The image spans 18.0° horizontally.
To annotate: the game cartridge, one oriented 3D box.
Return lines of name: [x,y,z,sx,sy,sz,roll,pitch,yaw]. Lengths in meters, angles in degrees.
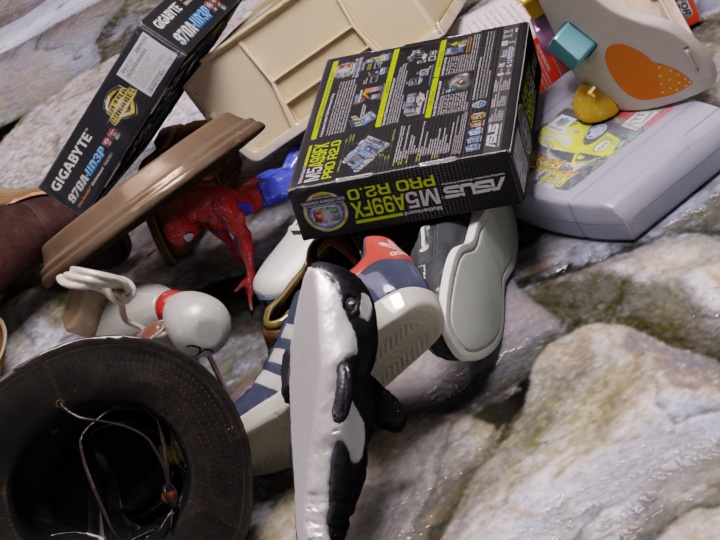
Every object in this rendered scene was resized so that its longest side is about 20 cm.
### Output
game cartridge: [0.164,-0.083,1.623,0.133,0.041,0.200,-42,31,-15]

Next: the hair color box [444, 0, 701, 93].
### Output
hair color box: [0.153,-0.186,1.772,0.200,0.061,0.102,-29,29,1]

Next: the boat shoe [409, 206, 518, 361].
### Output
boat shoe: [0.062,0.007,1.536,0.060,0.076,0.200,-16,19,21]

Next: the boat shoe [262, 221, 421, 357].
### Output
boat shoe: [0.000,0.000,1.598,0.072,0.068,0.200,-7,34,38]

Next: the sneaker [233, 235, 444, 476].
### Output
sneaker: [-0.033,0.055,1.474,0.200,0.075,0.085,-39,54,21]

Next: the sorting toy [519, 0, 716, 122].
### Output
sorting toy: [0.144,-0.219,1.608,0.107,0.180,0.200,-32,38,14]

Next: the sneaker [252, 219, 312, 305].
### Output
sneaker: [-0.015,-0.048,1.685,0.072,0.073,0.200,4,42,50]

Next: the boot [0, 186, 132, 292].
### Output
boot: [-0.292,0.003,1.794,0.200,0.072,0.166,18,48,-6]

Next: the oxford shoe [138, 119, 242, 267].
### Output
oxford shoe: [-0.134,-0.073,1.835,0.071,0.071,0.200,-16,29,14]

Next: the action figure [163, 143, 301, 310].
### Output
action figure: [-0.066,-0.037,1.736,0.200,0.099,0.065,-22,16,-39]

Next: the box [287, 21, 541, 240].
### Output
box: [0.043,-0.102,1.617,0.160,0.044,0.200,-10,30,14]

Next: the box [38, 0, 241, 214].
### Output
box: [-0.167,-0.144,1.770,0.159,0.046,0.200,-55,3,23]

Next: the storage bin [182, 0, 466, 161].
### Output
storage bin: [-0.024,-0.192,1.821,0.198,0.094,0.200,-33,10,19]

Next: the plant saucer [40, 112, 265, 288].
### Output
plant saucer: [-0.156,-0.056,1.660,0.200,0.029,0.200,-36,3,2]

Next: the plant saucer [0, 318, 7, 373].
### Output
plant saucer: [-0.357,0.106,1.777,0.200,0.035,0.200,-21,29,12]

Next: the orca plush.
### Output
orca plush: [0.001,0.097,1.378,0.071,0.200,0.105,2,-16,-21]

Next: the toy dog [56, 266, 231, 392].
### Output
toy dog: [-0.153,0.056,1.609,0.132,0.096,0.200,12,-1,-3]

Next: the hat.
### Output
hat: [-0.170,0.134,1.454,0.200,0.201,0.081,-32,6,-6]
